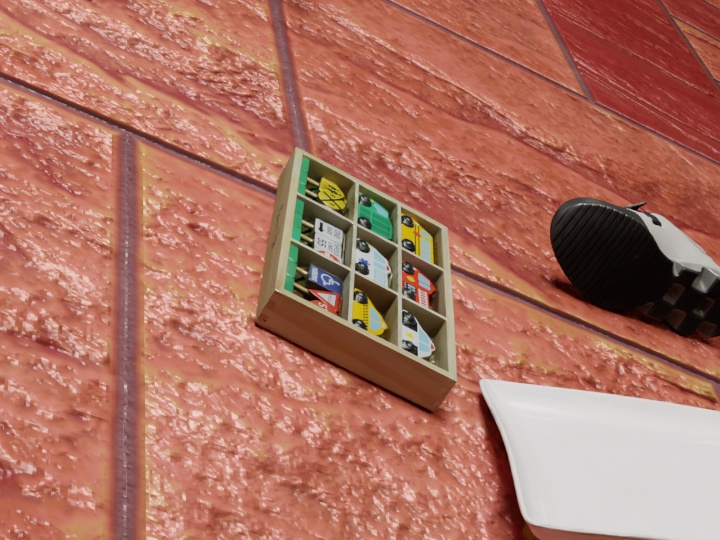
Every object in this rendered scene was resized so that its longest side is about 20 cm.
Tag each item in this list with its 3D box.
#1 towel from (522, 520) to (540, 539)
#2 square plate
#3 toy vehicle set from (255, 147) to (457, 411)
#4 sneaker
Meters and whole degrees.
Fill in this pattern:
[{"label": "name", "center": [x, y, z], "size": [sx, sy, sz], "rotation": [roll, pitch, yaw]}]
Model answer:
[{"label": "towel", "center": [0.178, 0.208, 0.833], "size": [0.143, 0.023, 0.201], "rotation": [15, 31, -35]}, {"label": "square plate", "center": [0.174, 0.123, 0.888], "size": [0.196, 0.029, 0.200], "rotation": [8, 17, -6]}, {"label": "toy vehicle set", "center": [0.000, 0.000, 0.984], "size": [0.124, 0.027, 0.200], "rotation": [27, 26, -13]}, {"label": "sneaker", "center": [0.213, -0.015, 1.209], "size": [0.199, 0.074, 0.089], "rotation": [28, 24, -34]}]
